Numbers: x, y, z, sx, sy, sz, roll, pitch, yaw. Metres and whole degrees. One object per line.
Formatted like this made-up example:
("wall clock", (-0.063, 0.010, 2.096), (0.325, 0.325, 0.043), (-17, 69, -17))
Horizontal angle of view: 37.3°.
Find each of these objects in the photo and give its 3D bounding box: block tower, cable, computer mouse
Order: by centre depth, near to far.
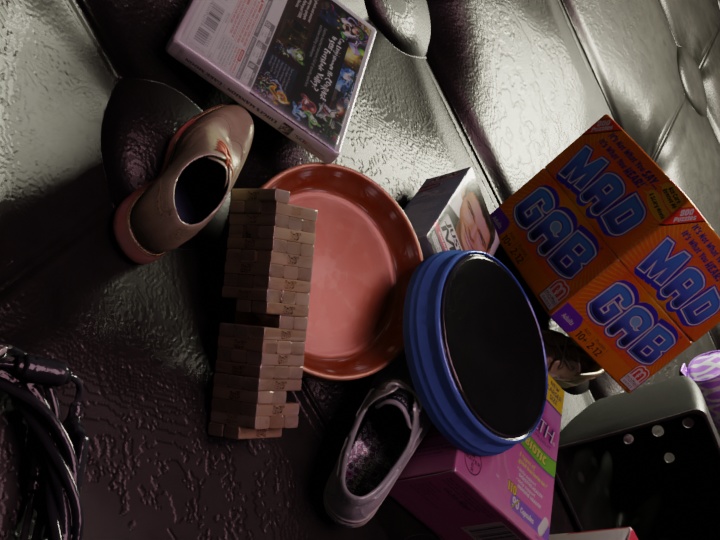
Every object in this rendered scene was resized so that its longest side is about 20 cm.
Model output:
("cable", (-0.244, 0.132, 0.659), (0.163, 0.051, 0.201), (36, 50, -41))
("block tower", (-0.079, 0.036, 0.879), (0.058, 0.054, 0.202), (8, 86, -52))
("computer mouse", (0.000, 0.000, 1.053), (0.140, 0.046, 0.202), (25, 56, -45))

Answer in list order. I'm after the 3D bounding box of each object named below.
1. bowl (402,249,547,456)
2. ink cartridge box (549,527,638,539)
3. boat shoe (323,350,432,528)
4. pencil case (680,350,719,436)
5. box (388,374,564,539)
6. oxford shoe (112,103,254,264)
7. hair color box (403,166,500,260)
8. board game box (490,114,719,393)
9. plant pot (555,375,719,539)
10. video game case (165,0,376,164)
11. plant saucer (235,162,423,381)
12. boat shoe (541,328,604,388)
("bowl", (0.116, 0.075, 1.024), (0.200, 0.039, 0.202), (26, 56, -44))
("ink cartridge box", (0.259, 0.386, 1.157), (0.201, 0.147, 0.086), (62, 37, -14))
("boat shoe", (0.030, 0.140, 0.977), (0.070, 0.072, 0.201), (28, 56, 3))
("pencil case", (0.607, 0.227, 1.759), (0.084, 0.085, 0.201), (-49, 117, -43))
("box", (0.121, 0.170, 1.104), (0.176, 0.096, 0.201), (45, 43, -33))
("oxford shoe", (-0.126, -0.080, 0.890), (0.071, 0.073, 0.201), (52, 39, -25))
("hair color box", (0.088, -0.027, 1.146), (0.100, 0.060, 0.200), (67, 26, -17))
("board game box", (0.312, -0.019, 1.297), (0.200, 0.200, 0.200), (40, 16, -38))
("plant pot", (0.374, 0.246, 1.352), (0.201, 0.198, 0.177), (64, 25, -11))
("video game case", (-0.076, -0.218, 1.012), (0.181, 0.023, 0.201), (33, 45, -20))
("plant saucer", (-0.029, 0.002, 0.979), (0.199, 0.032, 0.202), (9, 74, -31))
("boat shoe", (0.239, 0.104, 1.321), (0.199, 0.065, 0.073), (20, 60, -49))
